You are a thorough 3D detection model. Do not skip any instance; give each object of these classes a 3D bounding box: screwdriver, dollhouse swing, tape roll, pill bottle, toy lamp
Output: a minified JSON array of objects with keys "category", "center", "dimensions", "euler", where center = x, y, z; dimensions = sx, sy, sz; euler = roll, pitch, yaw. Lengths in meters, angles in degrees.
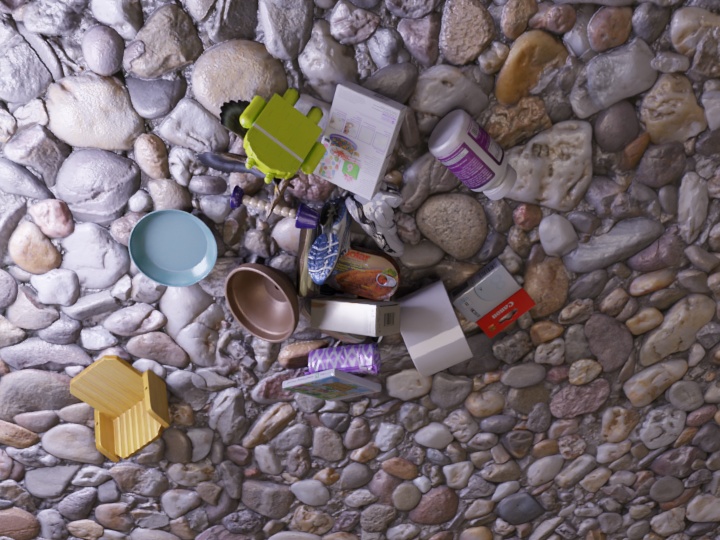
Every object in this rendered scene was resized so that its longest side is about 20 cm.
[{"category":"screwdriver","center":[-0.026,0.058,1.518],"dimensions":[0.195,0.028,0.030],"euler":[12,107,11]},{"category":"dollhouse swing","center":[-0.621,0.349,1.578],"dimensions":[0.198,0.184,0.176],"euler":[-33,141,14]},{"category":"tape roll","center":[0.177,0.143,1.534],"dimensions":[0.137,0.204,0.205],"euler":[-23,122,7]},{"category":"pill bottle","center":[0.249,-0.245,1.357],"dimensions":[0.199,0.113,0.112],"euler":[37,111,-25]},{"category":"toy lamp","center":[-0.186,-0.135,1.371],"dimensions":[0.195,0.059,0.059],"euler":[14,120,0]}]

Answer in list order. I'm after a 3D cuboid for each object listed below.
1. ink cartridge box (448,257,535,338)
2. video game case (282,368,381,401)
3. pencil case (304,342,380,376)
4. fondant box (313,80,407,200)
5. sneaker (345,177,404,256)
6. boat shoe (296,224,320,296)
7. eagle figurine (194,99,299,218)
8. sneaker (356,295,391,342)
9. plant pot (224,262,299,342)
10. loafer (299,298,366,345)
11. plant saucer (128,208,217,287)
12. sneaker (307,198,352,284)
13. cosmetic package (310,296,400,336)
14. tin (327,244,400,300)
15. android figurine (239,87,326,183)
[{"category":"ink cartridge box","center":[0.348,0.084,1.612],"dimensions":[0.159,0.048,0.200],"euler":[-38,117,15]},{"category":"video game case","center":[-0.073,0.302,1.621],"dimensions":[0.179,0.023,0.199],"euler":[-19,149,33]},{"category":"pencil case","center":[-0.040,0.239,1.609],"dimensions":[0.195,0.086,0.085],"euler":[-9,125,16]},{"category":"fondant box","center":[-0.003,-0.271,1.307],"dimensions":[0.142,0.058,0.203],"euler":[25,118,8]},{"category":"sneaker","center":[0.064,-0.123,1.428],"dimensions":[0.114,0.076,0.200],"euler":[-38,121,14]},{"category":"boat shoe","center":[-0.111,-0.038,1.449],"dimensions":[0.063,0.073,0.205],"euler":[3,107,-18]},{"category":"eagle figurine","center":[-0.224,-0.240,1.305],"dimensions":[0.199,0.151,0.153],"euler":[37,69,5]},{"category":"sneaker","center":[0.031,0.086,1.566],"dimensions":[0.088,0.070,0.204],"euler":[10,121,4]},{"category":"plant pot","center":[-0.215,0.060,1.469],"dimensions":[0.197,0.093,0.205],"euler":[17,128,22]},{"category":"loafer","center":[-0.076,0.140,1.577],"dimensions":[0.198,0.073,0.063],"euler":[29,135,-26]},{"category":"plant saucer","center":[-0.425,-0.056,1.424],"dimensions":[0.195,0.036,0.204],"euler":[-4,123,-6]},{"category":"sneaker","center":[-0.056,-0.055,1.398],"dimensions":[0.075,0.204,0.085],"euler":[1,153,31]},{"category":"cosmetic package","center":[-0.013,0.104,1.449],"dimensions":[0.104,0.196,0.073],"euler":[-2,94,-53]},{"category":"tin","center":[0.000,0.000,1.476],"dimensions":[0.195,0.042,0.114],"euler":[15,120,12]},{"category":"android figurine","center":[-0.156,-0.267,1.249],"dimensions":[0.180,0.203,0.041],"euler":[33,156,-13]}]
